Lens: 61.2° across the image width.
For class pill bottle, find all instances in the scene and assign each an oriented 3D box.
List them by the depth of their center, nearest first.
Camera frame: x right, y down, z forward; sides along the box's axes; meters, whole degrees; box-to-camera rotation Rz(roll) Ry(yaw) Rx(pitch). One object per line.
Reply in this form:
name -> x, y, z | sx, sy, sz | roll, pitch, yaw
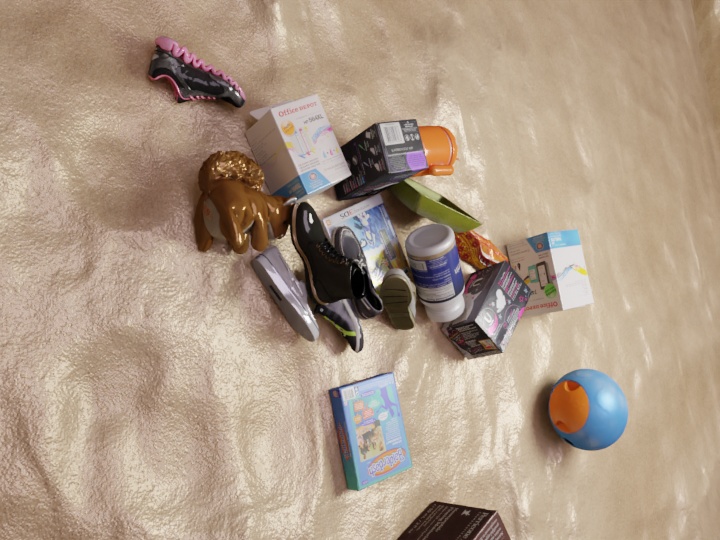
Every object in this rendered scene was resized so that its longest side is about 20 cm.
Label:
pill bottle -> 0.174, 0.009, 1.377 | 0.116, 0.114, 0.204 | -42, 128, -35

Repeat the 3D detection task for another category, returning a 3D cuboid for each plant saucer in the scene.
plant saucer -> 0.158, -0.156, 1.419 | 0.196, 0.200, 0.049 | 21, 106, -30

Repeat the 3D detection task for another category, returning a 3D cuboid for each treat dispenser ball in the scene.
treat dispenser ball -> 0.589, 0.360, 1.580 | 0.196, 0.199, 0.208 | 9, 74, -33

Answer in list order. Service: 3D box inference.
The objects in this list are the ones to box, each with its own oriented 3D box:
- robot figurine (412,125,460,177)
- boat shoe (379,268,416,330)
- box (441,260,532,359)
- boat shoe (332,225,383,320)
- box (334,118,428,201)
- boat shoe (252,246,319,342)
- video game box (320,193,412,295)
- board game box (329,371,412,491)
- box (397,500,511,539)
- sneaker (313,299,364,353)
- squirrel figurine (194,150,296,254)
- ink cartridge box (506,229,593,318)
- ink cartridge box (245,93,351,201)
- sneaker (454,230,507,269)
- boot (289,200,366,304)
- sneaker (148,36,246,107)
robot figurine -> 0.154, -0.289, 1.463 | 0.196, 0.142, 0.121 | -13, 107, -38
boat shoe -> 0.083, 0.050, 1.316 | 0.202, 0.072, 0.070 | 77, 18, -55
box -> 0.304, 0.095, 1.475 | 0.115, 0.131, 0.201 | 45, 57, -14
boat shoe -> 0.000, 0.000, 1.262 | 0.071, 0.062, 0.206 | -18, 90, -33
box -> 0.033, -0.235, 1.308 | 0.120, 0.198, 0.109 | -14, 87, -36
boat shoe -> -0.132, 0.044, 1.202 | 0.065, 0.073, 0.203 | -39, 104, -31
video game box -> 0.009, -0.046, 1.345 | 0.180, 0.046, 0.205 | -28, 96, -35
board game box -> 0.023, 0.330, 1.267 | 0.149, 0.045, 0.207 | -7, 84, -37
box -> 0.198, 0.599, 1.239 | 0.164, 0.198, 0.168 | -30, 96, -37
sneaker -> -0.058, 0.083, 1.267 | 0.081, 0.072, 0.205 | -22, 92, -13
squirrel figurine -> -0.211, -0.135, 1.151 | 0.183, 0.139, 0.207 | -12, 88, -43
ink cartridge box -> 0.508, 0.009, 1.635 | 0.143, 0.145, 0.207 | -6, 82, -37
ink cartridge box -> -0.133, -0.250, 1.237 | 0.127, 0.124, 0.205 | -28, 97, -36
sneaker -> 0.304, -0.054, 1.561 | 0.199, 0.072, 0.078 | 40, 37, -27
boot -> -0.055, -0.038, 1.154 | 0.077, 0.136, 0.206 | -27, 105, -38
sneaker -> -0.317, -0.357, 1.172 | 0.197, 0.079, 0.098 | 27, 87, -28
